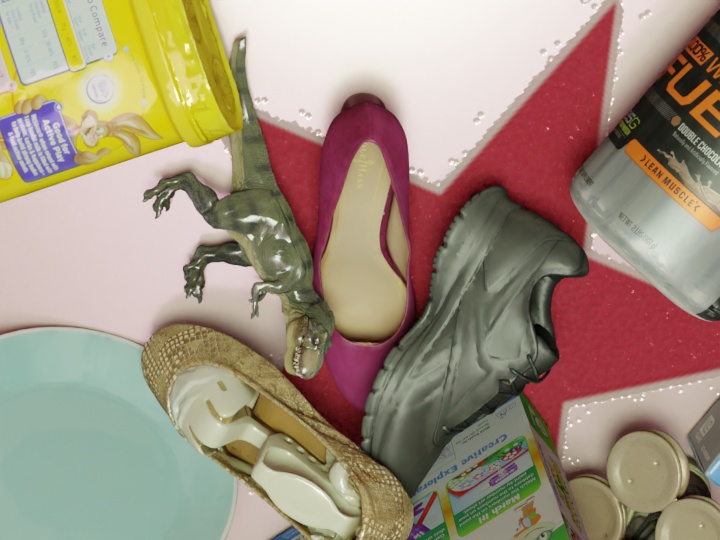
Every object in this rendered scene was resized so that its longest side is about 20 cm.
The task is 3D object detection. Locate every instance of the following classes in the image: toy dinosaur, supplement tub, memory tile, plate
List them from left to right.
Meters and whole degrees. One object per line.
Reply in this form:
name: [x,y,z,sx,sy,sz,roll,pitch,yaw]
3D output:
plate: [-0.171,0.121,1.082,0.199,0.201,0.026,17,139,-5]
toy dinosaur: [-0.075,-0.029,1.093,0.088,0.047,0.201,-16,92,18]
memory tile: [0.155,0.207,1.129,0.200,0.017,0.154,-47,70,27]
supplement tub: [0.224,-0.080,1.038,0.122,0.123,0.200,38,103,-11]

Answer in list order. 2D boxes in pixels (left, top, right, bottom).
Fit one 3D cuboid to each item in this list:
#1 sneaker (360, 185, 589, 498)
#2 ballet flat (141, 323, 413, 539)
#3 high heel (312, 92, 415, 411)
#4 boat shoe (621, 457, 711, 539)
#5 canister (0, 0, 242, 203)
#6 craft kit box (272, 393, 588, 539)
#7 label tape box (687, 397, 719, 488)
sneaker: [0.066,0.055,1.084,0.090,0.076,0.201,27,101,16]
ballet flat: [-0.057,0.098,1.067,0.199,0.065,0.071,33,107,16]
high heel: [0.000,0.000,1.076,0.067,0.096,0.201,-5,108,1]
boat shoe: [0.180,0.218,1.161,0.071,0.066,0.202,10,107,-3]
canister: [-0.184,-0.118,1.037,0.199,0.087,0.149,-17,94,7]
craft kit box: [0.038,0.180,1.080,0.199,0.198,0.049,-33,112,11]
label tape box: [0.320,0.079,1.120,0.143,0.066,0.200,36,102,-11]
